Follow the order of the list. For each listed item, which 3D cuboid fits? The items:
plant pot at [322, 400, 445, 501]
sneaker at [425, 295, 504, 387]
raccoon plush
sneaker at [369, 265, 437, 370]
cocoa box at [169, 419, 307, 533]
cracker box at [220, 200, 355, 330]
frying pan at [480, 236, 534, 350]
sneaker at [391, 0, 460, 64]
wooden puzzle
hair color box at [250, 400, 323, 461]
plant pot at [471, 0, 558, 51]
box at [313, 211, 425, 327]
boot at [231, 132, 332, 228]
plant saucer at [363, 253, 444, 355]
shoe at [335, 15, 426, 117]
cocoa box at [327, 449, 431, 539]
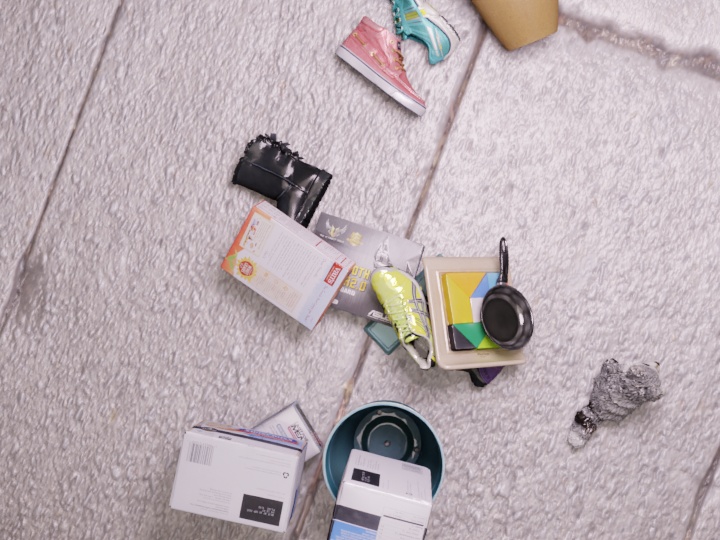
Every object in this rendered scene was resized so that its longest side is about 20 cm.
[{"bbox_3d":[0.044,0.312,1.415,0.199,0.188,0.202,0,90,4],"label":"plant pot"},{"bbox_3d":[0.165,0.131,1.460,0.200,0.076,0.088,39,98,-3],"label":"sneaker"},{"bbox_3d":[0.448,0.238,1.414,0.096,0.134,0.201,26,91,2],"label":"raccoon plush"},{"bbox_3d":[0.084,0.079,1.396,0.075,0.076,0.200,-33,97,21],"label":"sneaker"},{"bbox_3d":[-0.202,0.346,1.398,0.199,0.131,0.134,11,90,3],"label":"cocoa box"},{"bbox_3d":[-0.126,-0.009,1.429,0.199,0.058,0.134,35,112,4],"label":"cracker box"},{"bbox_3d":[0.235,0.046,1.407,0.114,0.031,0.191,-17,83,-33],"label":"frying pan"},{"bbox_3d":[0.090,-0.458,1.477,0.080,0.077,0.200,-44,87,11],"label":"sneaker"},{"bbox_3d":[0.200,0.068,1.419,0.184,0.037,0.201,-1,72,-29],"label":"wooden puzzle"},{"bbox_3d":[-0.177,0.334,1.493,0.199,0.061,0.099,-32,88,4],"label":"hair color box"},{"bbox_3d":[0.266,-0.494,1.424,0.185,0.186,0.201,-21,102,3],"label":"plant pot"},{"bbox_3d":[0.000,0.000,1.480,0.199,0.048,0.159,19,90,8],"label":"box"},{"bbox_3d":[-0.160,-0.138,1.490,0.162,0.073,0.199,29,94,7],"label":"boot"},{"bbox_3d":[0.098,0.062,1.498,0.200,0.019,0.070,-44,87,2],"label":"plant saucer"},{"bbox_3d":[0.056,-0.369,1.476,0.200,0.071,0.091,39,98,8],"label":"shoe"},{"bbox_3d":[0.027,0.364,1.214,0.132,0.200,0.132,14,91,3],"label":"cocoa box"}]
